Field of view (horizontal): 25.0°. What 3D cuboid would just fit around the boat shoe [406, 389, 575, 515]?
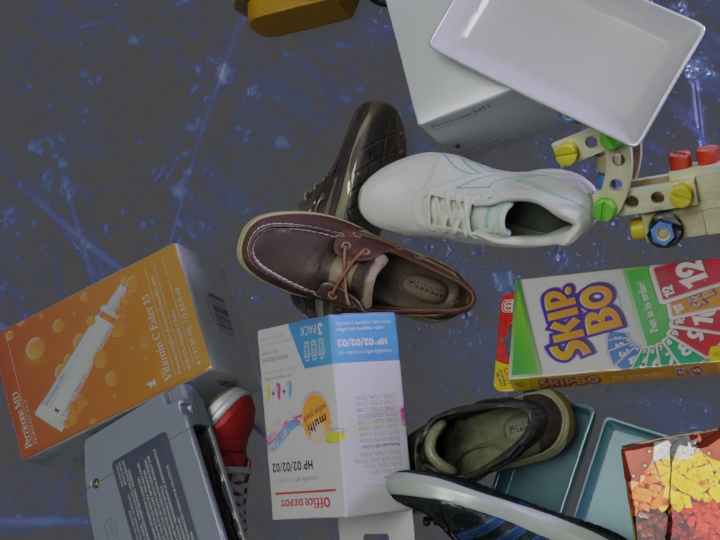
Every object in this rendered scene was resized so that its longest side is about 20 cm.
[{"bbox_3d":[0.073,0.142,1.295,0.201,0.066,0.072,-25,65,32],"label":"boat shoe"}]

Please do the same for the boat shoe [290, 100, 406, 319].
[{"bbox_3d":[-0.019,-0.052,1.400,0.073,0.074,0.200,11,82,36],"label":"boat shoe"}]

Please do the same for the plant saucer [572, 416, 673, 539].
[{"bbox_3d":[0.194,0.219,1.269,0.070,0.019,0.200,16,83,27],"label":"plant saucer"}]

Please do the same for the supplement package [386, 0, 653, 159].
[{"bbox_3d":[0.138,-0.205,1.354,0.200,0.111,0.156,-20,69,18],"label":"supplement package"}]

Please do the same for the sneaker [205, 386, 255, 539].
[{"bbox_3d":[-0.114,0.207,1.377,0.112,0.071,0.200,29,97,31],"label":"sneaker"}]

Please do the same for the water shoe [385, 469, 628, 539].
[{"bbox_3d":[0.106,0.210,1.222,0.200,0.072,0.079,18,88,11],"label":"water shoe"}]

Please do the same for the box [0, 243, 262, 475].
[{"bbox_3d":[-0.207,0.081,1.435,0.200,0.097,0.125,-27,67,16],"label":"box"}]

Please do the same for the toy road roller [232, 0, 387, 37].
[{"bbox_3d":[-0.040,-0.302,1.437,0.200,0.146,0.123,-12,71,20],"label":"toy road roller"}]

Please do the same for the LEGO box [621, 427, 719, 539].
[{"bbox_3d":[0.255,0.202,1.145,0.077,0.200,0.149,-14,72,20],"label":"LEGO box"}]

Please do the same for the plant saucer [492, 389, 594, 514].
[{"bbox_3d":[0.130,0.197,1.287,0.070,0.019,0.200,14,83,41],"label":"plant saucer"}]

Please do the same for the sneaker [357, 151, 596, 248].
[{"bbox_3d":[0.093,-0.054,1.323,0.200,0.080,0.071,2,107,12],"label":"sneaker"}]

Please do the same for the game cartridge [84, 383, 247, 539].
[{"bbox_3d":[-0.161,0.211,1.344,0.133,0.042,0.200,-33,65,31],"label":"game cartridge"}]

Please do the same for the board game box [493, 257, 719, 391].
[{"bbox_3d":[0.201,0.044,1.294,0.200,0.030,0.096,-8,55,24],"label":"board game box"}]

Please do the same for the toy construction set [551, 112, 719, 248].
[{"bbox_3d":[0.253,-0.086,1.266,0.200,0.092,0.131,-4,106,36],"label":"toy construction set"}]

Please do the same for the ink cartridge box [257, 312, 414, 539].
[{"bbox_3d":[-0.020,0.140,1.313,0.115,0.068,0.200,-15,78,56],"label":"ink cartridge box"}]

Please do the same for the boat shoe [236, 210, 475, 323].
[{"bbox_3d":[0.000,0.000,1.322,0.200,0.072,0.072,19,89,-15],"label":"boat shoe"}]

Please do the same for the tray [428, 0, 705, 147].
[{"bbox_3d":[0.159,-0.178,1.263,0.200,0.022,0.107,30,90,27],"label":"tray"}]
